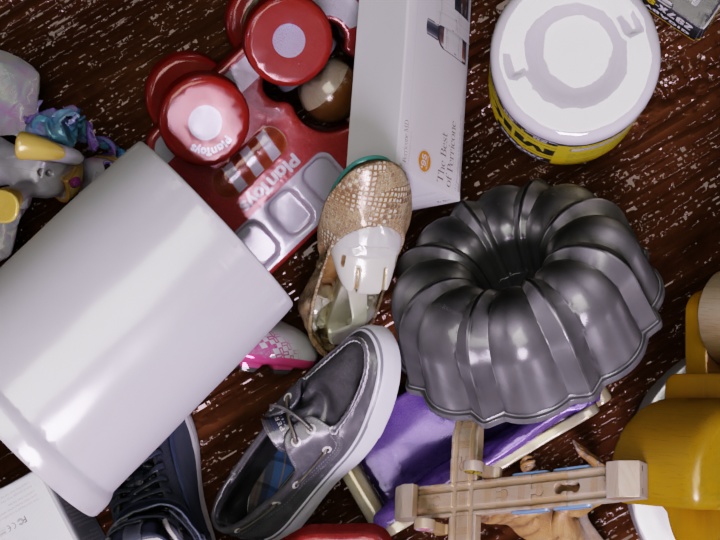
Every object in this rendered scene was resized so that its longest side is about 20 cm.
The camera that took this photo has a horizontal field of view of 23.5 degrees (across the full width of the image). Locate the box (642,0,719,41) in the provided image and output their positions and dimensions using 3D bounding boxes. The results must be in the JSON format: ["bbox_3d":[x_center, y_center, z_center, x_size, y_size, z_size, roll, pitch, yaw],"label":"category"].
[{"bbox_3d":[0.244,-0.299,1.289,0.159,0.049,0.201,34,91,8],"label":"box"}]

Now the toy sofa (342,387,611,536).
[{"bbox_3d":[0.077,0.109,1.262,0.199,0.098,0.083,-31,86,4],"label":"toy sofa"}]

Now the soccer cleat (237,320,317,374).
[{"bbox_3d":[-0.125,0.023,1.295,0.197,0.070,0.087,12,89,5],"label":"soccer cleat"}]

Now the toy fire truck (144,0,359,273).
[{"bbox_3d":[-0.057,-0.114,1.288,0.200,0.112,0.168,-42,111,1],"label":"toy fire truck"}]

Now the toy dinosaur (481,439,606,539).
[{"bbox_3d":[0.150,0.184,1.263,0.199,0.060,0.107,32,91,-28],"label":"toy dinosaur"}]

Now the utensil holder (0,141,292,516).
[{"bbox_3d":[-0.169,0.036,1.186,0.170,0.170,0.200,45,84,5],"label":"utensil holder"}]

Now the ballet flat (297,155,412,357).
[{"bbox_3d":[0.000,0.000,1.228,0.070,0.201,0.066,-5,58,-12],"label":"ballet flat"}]

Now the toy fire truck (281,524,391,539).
[{"bbox_3d":[-0.036,0.275,1.178,0.166,0.112,0.203,-3,97,7],"label":"toy fire truck"}]

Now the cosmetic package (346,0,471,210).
[{"bbox_3d":[0.038,-0.154,1.254,0.050,0.082,0.203,-9,70,38],"label":"cosmetic package"}]

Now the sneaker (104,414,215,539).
[{"bbox_3d":[-0.159,0.157,1.256,0.076,0.146,0.204,-21,85,6],"label":"sneaker"}]

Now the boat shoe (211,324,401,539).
[{"bbox_3d":[-0.045,0.117,1.228,0.201,0.066,0.070,-53,50,29],"label":"boat shoe"}]

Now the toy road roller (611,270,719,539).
[{"bbox_3d":[0.244,0.094,1.137,0.145,0.122,0.203,5,84,-34],"label":"toy road roller"}]

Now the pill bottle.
[{"bbox_3d":[0.145,-0.135,1.214,0.113,0.200,0.116,0,87,4],"label":"pill bottle"}]

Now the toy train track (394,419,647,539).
[{"bbox_3d":[0.096,0.145,1.144,0.198,0.032,0.116,-12,67,38],"label":"toy train track"}]

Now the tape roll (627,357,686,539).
[{"bbox_3d":[0.292,0.149,1.256,0.200,0.071,0.205,0,87,4],"label":"tape roll"}]

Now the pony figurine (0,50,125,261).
[{"bbox_3d":[-0.265,-0.077,1.269,0.191,0.200,0.169,12,96,20],"label":"pony figurine"}]

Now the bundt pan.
[{"bbox_3d":[0.108,0.011,1.212,0.200,0.203,0.076,-23,127,4],"label":"bundt pan"}]

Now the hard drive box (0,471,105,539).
[{"bbox_3d":[-0.248,0.268,1.292,0.155,0.077,0.202,-28,85,3],"label":"hard drive box"}]
